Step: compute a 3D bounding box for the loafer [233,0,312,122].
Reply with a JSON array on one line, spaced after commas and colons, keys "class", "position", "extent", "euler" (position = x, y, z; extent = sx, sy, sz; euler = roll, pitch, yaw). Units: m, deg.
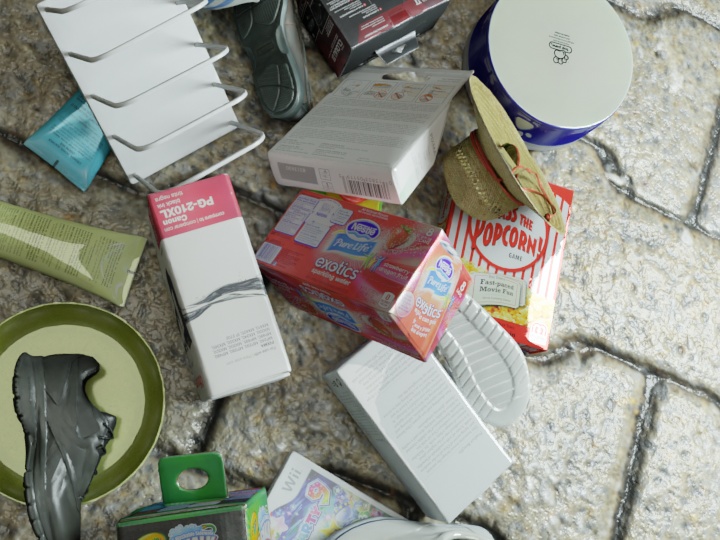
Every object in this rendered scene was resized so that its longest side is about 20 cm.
[{"class": "loafer", "position": [-0.097, -0.264, 0.947], "extent": [0.071, 0.063, 0.202], "euler": [-15, 80, 23]}]

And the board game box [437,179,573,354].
[{"class": "board game box", "position": [0.161, -0.019, 0.970], "extent": [0.150, 0.046, 0.202], "euler": [15, 76, -12]}]

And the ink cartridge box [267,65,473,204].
[{"class": "ink cartridge box", "position": [0.018, -0.157, 0.905], "extent": [0.200, 0.160, 0.050], "euler": [-51, 140, -39]}]

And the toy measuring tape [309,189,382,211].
[{"class": "toy measuring tape", "position": [0.027, -0.071, 0.921], "extent": [0.199, 0.074, 0.074], "euler": [29, 73, 4]}]

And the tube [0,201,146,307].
[{"class": "tube", "position": [-0.327, -0.028, 0.842], "extent": [0.198, 0.052, 0.058], "euler": [18, 117, -15]}]

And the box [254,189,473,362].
[{"class": "box", "position": [0.000, 0.000, 0.839], "extent": [0.103, 0.199, 0.095], "euler": [-56, 138, -17]}]

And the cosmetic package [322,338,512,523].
[{"class": "cosmetic package", "position": [0.060, 0.161, 0.896], "extent": [0.101, 0.071, 0.201], "euler": [-37, 90, -19]}]

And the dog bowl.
[{"class": "dog bowl", "position": [0.231, -0.256, 1.016], "extent": [0.198, 0.079, 0.203], "euler": [3, 79, -14]}]

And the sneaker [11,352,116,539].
[{"class": "sneaker", "position": [-0.273, 0.173, 0.774], "extent": [0.090, 0.076, 0.202], "euler": [-6, 84, -22]}]

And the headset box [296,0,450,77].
[{"class": "headset box", "position": [-0.002, -0.337, 0.965], "extent": [0.148, 0.077, 0.201], "euler": [-32, 87, -19]}]

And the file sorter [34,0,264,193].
[{"class": "file sorter", "position": [-0.202, -0.197, 0.820], "extent": [0.138, 0.124, 0.201], "euler": [-32, 118, -18]}]

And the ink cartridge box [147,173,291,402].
[{"class": "ink cartridge box", "position": [-0.146, 0.025, 0.826], "extent": [0.084, 0.145, 0.202], "euler": [-17, 84, -16]}]

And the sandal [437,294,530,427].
[{"class": "sandal", "position": [0.120, 0.080, 0.904], "extent": [0.082, 0.050, 0.204], "euler": [-34, 104, -3]}]

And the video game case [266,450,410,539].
[{"class": "video game case", "position": [-0.025, 0.306, 0.874], "extent": [0.199, 0.018, 0.144], "euler": [32, 74, -7]}]

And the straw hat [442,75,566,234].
[{"class": "straw hat", "position": [0.139, -0.104, 0.905], "extent": [0.085, 0.201, 0.202], "euler": [-30, 88, 23]}]

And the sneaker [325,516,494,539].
[{"class": "sneaker", "position": [0.056, 0.292, 0.851], "extent": [0.198, 0.071, 0.074], "euler": [-1, 80, -15]}]

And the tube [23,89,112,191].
[{"class": "tube", "position": [-0.267, -0.188, 0.888], "extent": [0.077, 0.050, 0.201], "euler": [37, 77, -8]}]

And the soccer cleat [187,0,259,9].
[{"class": "soccer cleat", "position": [-0.203, -0.317, 0.913], "extent": [0.198, 0.086, 0.071], "euler": [8, 94, 15]}]

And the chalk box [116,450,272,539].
[{"class": "chalk box", "position": [-0.150, 0.275, 0.779], "extent": [0.123, 0.124, 0.202], "euler": [-7, 81, 1]}]

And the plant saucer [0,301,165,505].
[{"class": "plant saucer", "position": [-0.297, 0.133, 0.825], "extent": [0.198, 0.031, 0.202], "euler": [2, 80, -14]}]
